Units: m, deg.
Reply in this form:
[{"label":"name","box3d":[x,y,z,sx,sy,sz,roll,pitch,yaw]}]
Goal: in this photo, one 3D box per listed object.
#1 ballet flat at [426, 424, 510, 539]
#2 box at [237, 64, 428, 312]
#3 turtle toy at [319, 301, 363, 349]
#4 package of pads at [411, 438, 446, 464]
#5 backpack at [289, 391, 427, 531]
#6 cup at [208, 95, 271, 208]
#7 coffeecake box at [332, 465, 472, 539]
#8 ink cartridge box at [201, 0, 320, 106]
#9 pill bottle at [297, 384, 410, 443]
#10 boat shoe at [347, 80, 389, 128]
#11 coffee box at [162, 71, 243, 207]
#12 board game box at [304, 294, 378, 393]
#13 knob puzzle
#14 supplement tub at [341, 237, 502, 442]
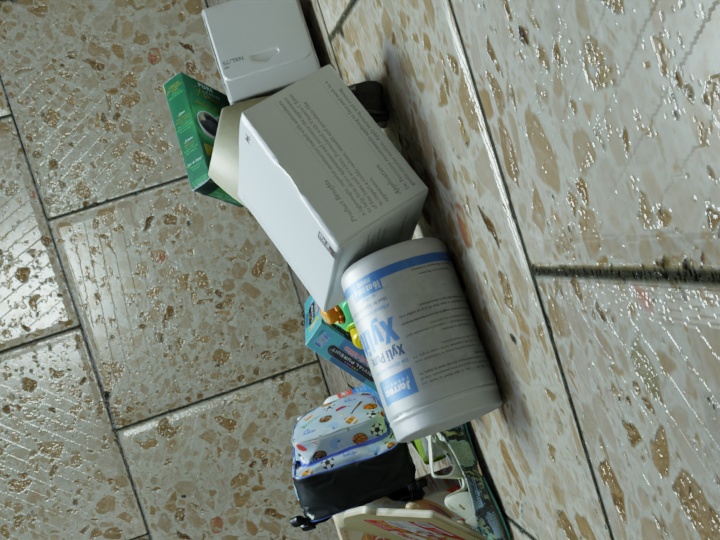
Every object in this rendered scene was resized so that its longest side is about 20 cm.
[{"label":"ballet flat","box3d":[0.131,0.275,1.543,0.074,0.074,0.201,91,159,-68]},{"label":"box","box3d":[-0.040,-0.092,1.388,0.199,0.130,0.200,53,160,15]},{"label":"turtle toy","box3d":[0.000,0.000,1.614,0.146,0.100,0.201,-98,31,-51]},{"label":"package of pads","box3d":[0.077,0.156,1.657,0.155,0.068,0.202,-133,25,-73]},{"label":"backpack","box3d":[-0.019,0.267,1.705,0.191,0.198,0.155,-125,21,-85]},{"label":"cup","box3d":[-0.145,-0.173,1.735,0.200,0.142,0.202,-168,90,-82]},{"label":"coffeecake box","box3d":[0.075,0.397,1.732,0.073,0.198,0.155,-132,24,-72]},{"label":"ink cartridge box","box3d":[-0.149,-0.331,1.818,0.200,0.146,0.147,149,104,-86]},{"label":"pill bottle","box3d":[0.006,0.239,1.857,0.112,0.198,0.113,162,90,-82]},{"label":"boat shoe","box3d":[-0.008,-0.213,1.474,0.200,0.066,0.058,-145,57,-70]},{"label":"coffee box","box3d":[-0.235,-0.204,1.845,0.123,0.044,0.201,17,-132,-55]},{"label":"board game box","box3d":[-0.015,0.107,1.856,0.150,0.047,0.200,34,-167,-12]},{"label":"knob puzzle","box3d":[0.064,0.338,1.586,0.220,0.218,0.031,92,-172,-69]},{"label":"supplement tub","box3d":[0.067,0.077,1.317,0.132,0.131,0.201,100,151,-74]}]
